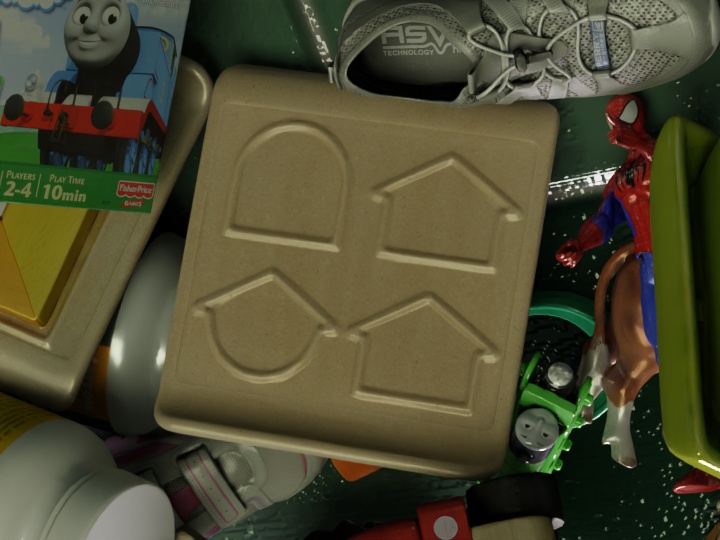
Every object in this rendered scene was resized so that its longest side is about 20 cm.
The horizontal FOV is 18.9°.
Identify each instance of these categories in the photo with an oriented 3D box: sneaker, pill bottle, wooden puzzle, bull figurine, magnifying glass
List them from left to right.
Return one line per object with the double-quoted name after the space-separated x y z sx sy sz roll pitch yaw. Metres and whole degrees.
-0.199 0.120 1.127 0.199 0.112 0.113 17 126 30 "pill bottle"
-0.197 -0.049 1.155 0.184 0.037 0.201 22 83 14 "wooden puzzle"
-0.154 0.026 1.210 0.199 0.117 0.117 14 124 14 "pill bottle"
-0.102 0.130 1.268 0.199 0.088 0.082 -27 107 32 "sneaker"
0.000 0.000 1.115 0.184 0.046 0.201 8 78 13 "wooden puzzle"
0.063 0.072 1.212 0.199 0.022 0.080 -29 106 31 "magnifying glass"
0.078 -0.105 1.058 0.199 0.082 0.075 -4 118 24 "sneaker"
0.203 0.066 1.115 0.199 0.065 0.122 32 104 11 "bull figurine"

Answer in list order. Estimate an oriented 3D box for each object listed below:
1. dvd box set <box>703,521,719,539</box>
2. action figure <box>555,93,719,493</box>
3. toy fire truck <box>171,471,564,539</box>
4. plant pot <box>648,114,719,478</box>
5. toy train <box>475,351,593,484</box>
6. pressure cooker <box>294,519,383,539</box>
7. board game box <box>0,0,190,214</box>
0.246 0.162 1.097 0.145 0.200 0.030 13 81 7 "dvd box set"
0.138 0.002 1.044 0.065 0.099 0.201 -27 66 37 "action figure"
0.006 0.166 1.094 0.199 0.130 0.176 -10 160 -1 "toy fire truck"
0.243 0.012 0.964 0.181 0.201 0.198 -24 145 39 "plant pot"
0.084 0.106 1.155 0.042 0.057 0.200 26 154 7 "toy train"
-0.011 0.246 1.240 0.179 0.200 0.176 42 158 4 "pressure cooker"
-0.151 -0.133 1.052 0.036 0.151 0.201 19 101 45 "board game box"
